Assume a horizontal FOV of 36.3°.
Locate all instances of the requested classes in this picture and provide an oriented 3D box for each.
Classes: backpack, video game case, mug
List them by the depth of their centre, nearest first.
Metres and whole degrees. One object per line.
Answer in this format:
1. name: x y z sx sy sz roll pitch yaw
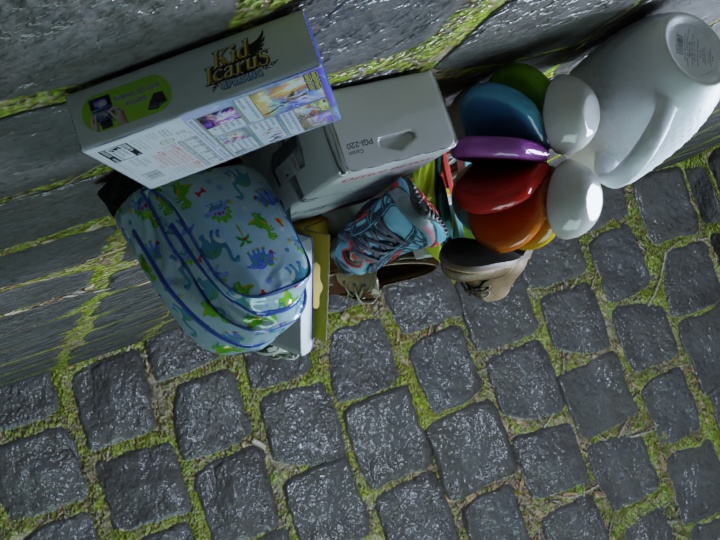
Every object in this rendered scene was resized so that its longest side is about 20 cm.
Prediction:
1. video game case: -0.111 -0.125 0.850 0.178 0.046 0.200 -19 176 2
2. backpack: -0.135 -0.018 1.064 0.162 0.204 0.153 -14 173 -46
3. mug: 0.308 -0.178 1.206 0.175 0.146 0.202 -42 -159 56

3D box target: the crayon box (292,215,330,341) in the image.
1. crayon box: -0.104 -0.008 1.243 0.197 0.129 0.051 17 -155 31

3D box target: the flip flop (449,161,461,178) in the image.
1. flip flop: 0.075 -0.054 1.369 0.201 0.057 0.081 -54 179 -1

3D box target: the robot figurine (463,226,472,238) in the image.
1. robot figurine: 0.180 -0.108 1.567 0.172 0.117 0.202 -4 -143 15

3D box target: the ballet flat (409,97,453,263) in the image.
1. ballet flat: 0.065 -0.099 1.200 0.066 0.203 0.067 -1 -149 9

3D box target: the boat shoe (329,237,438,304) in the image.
1. boat shoe: 0.000 0.000 1.285 0.197 0.073 0.076 -21 155 2

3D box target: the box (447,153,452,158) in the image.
1. box: 0.196 -0.194 1.413 0.159 0.050 0.199 -18 176 34

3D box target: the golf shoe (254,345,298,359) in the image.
1. golf shoe: -0.088 0.075 1.333 0.076 0.090 0.200 6 -163 10

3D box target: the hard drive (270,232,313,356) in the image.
1. hard drive: -0.137 0.005 1.221 0.197 0.135 0.025 16 -153 31

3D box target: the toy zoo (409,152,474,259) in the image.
1. toy zoo: 0.106 -0.086 1.295 0.197 0.134 0.020 -6 172 -40

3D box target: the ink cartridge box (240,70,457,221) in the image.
1. ink cartridge box: -0.017 -0.119 1.114 0.144 0.086 0.199 -17 177 -31

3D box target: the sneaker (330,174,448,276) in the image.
1. sneaker: 0.023 -0.030 1.136 0.095 0.080 0.200 -42 -177 -17

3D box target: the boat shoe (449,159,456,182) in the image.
1. boat shoe: 0.064 -0.140 1.513 0.197 0.074 0.063 -19 146 10

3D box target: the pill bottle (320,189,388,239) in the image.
1. pill bottle: -0.057 -0.070 1.341 0.197 0.118 0.116 -21 175 28

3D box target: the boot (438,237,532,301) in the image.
1. boot: 0.139 0.004 1.230 0.073 0.077 0.199 26 -164 24

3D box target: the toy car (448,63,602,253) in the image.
1. toy car: 0.157 -0.118 1.174 0.173 0.204 0.149 4 -169 40
